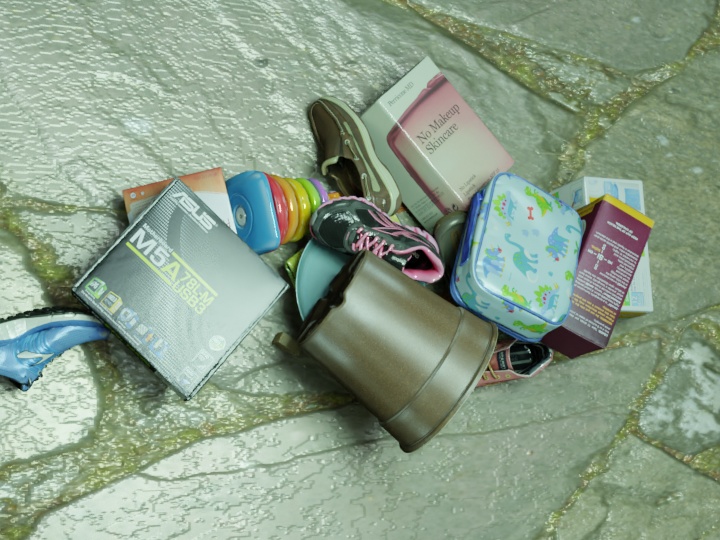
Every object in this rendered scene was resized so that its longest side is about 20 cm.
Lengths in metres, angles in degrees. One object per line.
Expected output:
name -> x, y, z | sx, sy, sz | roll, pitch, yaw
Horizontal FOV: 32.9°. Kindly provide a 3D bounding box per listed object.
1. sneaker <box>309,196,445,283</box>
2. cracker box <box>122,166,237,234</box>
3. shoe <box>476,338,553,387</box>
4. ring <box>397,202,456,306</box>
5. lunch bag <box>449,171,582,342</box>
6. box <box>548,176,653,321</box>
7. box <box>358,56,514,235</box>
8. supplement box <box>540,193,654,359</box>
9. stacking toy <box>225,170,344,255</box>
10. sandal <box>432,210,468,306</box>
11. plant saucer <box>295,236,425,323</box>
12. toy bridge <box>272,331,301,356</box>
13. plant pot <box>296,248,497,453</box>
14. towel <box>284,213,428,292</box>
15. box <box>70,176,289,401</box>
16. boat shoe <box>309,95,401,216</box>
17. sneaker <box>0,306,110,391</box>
sneaker -> 0.028, -0.033, 1.599 | 0.197, 0.096, 0.080 | 18, 108, -23
cracker box -> -0.220, -0.018, 1.574 | 0.132, 0.058, 0.203 | -14, 86, -7
shoe -> 0.174, 0.129, 1.726 | 0.197, 0.091, 0.073 | -7, 82, -26
ring -> 0.083, -0.023, 1.756 | 0.197, 0.019, 0.204 | 5, 78, -24
lunch bag -> 0.206, -0.021, 1.619 | 0.159, 0.082, 0.202 | 26, 56, -15
box -> 0.360, -0.029, 1.837 | 0.111, 0.101, 0.204 | 1, 79, -24
box -> 0.098, -0.176, 1.732 | 0.201, 0.109, 0.128 | 49, 57, -5
supplement box -> 0.317, 0.010, 1.698 | 0.085, 0.110, 0.202 | 28, 73, -9
stacking toy -> -0.082, -0.086, 1.657 | 0.198, 0.115, 0.112 | -11, 86, -37
sandal -> 0.156, 0.000, 1.706 | 0.081, 0.055, 0.201 | -27, 134, -6
plant saucer -> -0.003, 0.029, 1.649 | 0.197, 0.027, 0.204 | 5, 79, -28
toy bridge -> -0.048, 0.030, 1.680 | 0.067, 0.027, 0.202 | 34, 68, -17
plant pot -> 0.038, 0.089, 1.546 | 0.197, 0.200, 0.202 | 38, 67, -8
towel -> 0.000, 0.000, 1.683 | 0.199, 0.023, 0.145 | -32, 97, -29
box -> -0.220, 0.023, 1.504 | 0.200, 0.047, 0.193 | 44, 74, -5
boat shoe -> -0.022, -0.157, 1.674 | 0.074, 0.075, 0.203 | -16, 61, -38
sneaker -> -0.401, 0.097, 1.489 | 0.197, 0.078, 0.091 | -12, 100, -24
